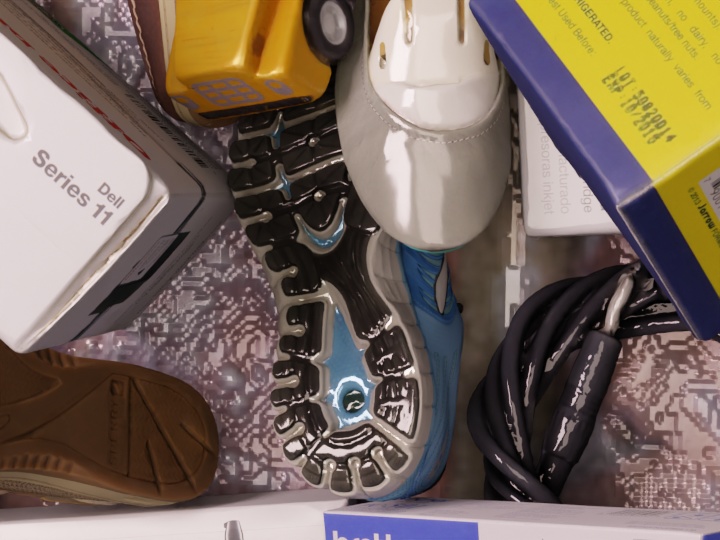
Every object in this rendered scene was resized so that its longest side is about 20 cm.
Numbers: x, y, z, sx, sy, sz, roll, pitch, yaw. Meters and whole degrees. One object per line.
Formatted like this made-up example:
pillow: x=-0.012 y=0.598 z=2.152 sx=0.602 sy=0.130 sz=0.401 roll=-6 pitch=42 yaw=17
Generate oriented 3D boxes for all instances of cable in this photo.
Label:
cable: x=0.133 y=0.090 z=1.028 sx=0.163 sy=0.051 sz=0.200 roll=-15 pitch=82 yaw=-9

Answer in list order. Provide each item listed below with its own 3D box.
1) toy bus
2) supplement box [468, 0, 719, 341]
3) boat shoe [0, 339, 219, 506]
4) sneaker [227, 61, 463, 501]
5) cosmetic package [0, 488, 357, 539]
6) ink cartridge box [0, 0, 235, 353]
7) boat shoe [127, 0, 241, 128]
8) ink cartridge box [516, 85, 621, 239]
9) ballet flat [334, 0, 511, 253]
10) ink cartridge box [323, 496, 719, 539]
toy bus: x=-0.038 y=-0.162 z=1.008 sx=0.065 sy=0.078 sz=0.200 roll=-6 pitch=63 yaw=37
supplement box: x=0.159 y=-0.089 z=0.913 sx=0.200 sy=0.110 sz=0.109 roll=-35 pitch=55 yaw=4
boat shoe: x=-0.151 y=0.055 z=1.018 sx=0.200 sy=0.064 sz=0.071 roll=24 pitch=60 yaw=-34
sneaker: x=0.000 y=0.000 z=1.051 sx=0.078 sy=0.090 sz=0.200 roll=-9 pitch=71 yaw=20
cosmetic package: x=-0.099 y=0.136 z=1.071 sx=0.200 sy=0.051 sz=0.083 roll=-5 pitch=89 yaw=5
ink cartridge box: x=-0.134 y=-0.048 z=0.996 sx=0.147 sy=0.200 sz=0.083 roll=42 pitch=94 yaw=4
boat shoe: x=-0.082 y=-0.156 z=1.065 sx=0.072 sy=0.072 sz=0.200 roll=-5 pitch=92 yaw=36
ink cartridge box: x=0.160 y=-0.089 z=1.028 sx=0.200 sy=0.084 sz=0.145 roll=-3 pitch=91 yaw=5
ballet flat: x=0.025 y=-0.102 z=1.004 sx=0.067 sy=0.064 sz=0.200 roll=2 pitch=56 yaw=-1
ink cartridge box: x=0.069 y=0.135 z=0.970 sx=0.200 sy=0.044 sz=0.094 roll=-2 pitch=93 yaw=49
